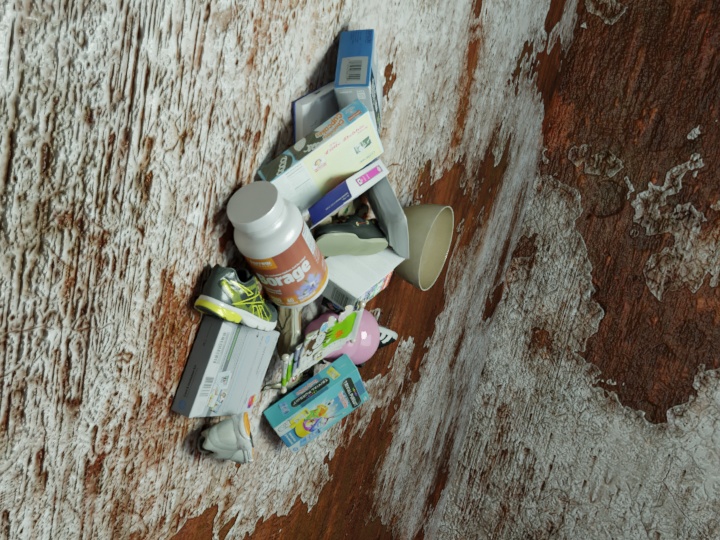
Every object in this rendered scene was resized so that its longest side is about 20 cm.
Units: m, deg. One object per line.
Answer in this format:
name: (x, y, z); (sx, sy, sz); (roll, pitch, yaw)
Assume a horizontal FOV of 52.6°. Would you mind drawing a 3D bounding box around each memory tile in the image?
memory tile: (-0.045, -0.074, 1.422); (0.155, 0.017, 0.200); (-63, 161, 5)

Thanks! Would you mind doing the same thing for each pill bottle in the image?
pill bottle: (-0.130, -0.040, 1.142); (0.113, 0.111, 0.201); (-60, 146, -27)

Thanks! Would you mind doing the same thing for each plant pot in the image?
plant pot: (0.118, -0.069, 1.699); (0.201, 0.133, 0.202); (-50, 150, -44)

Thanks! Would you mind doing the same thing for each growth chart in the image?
growth chart: (-0.072, 0.138, 1.355); (0.199, 0.018, 0.145); (-33, 152, -23)

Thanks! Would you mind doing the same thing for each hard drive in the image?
hard drive: (-0.074, -0.212, 1.270); (0.132, 0.025, 0.202); (-45, 146, -49)

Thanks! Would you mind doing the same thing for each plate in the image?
plate: (0.040, -0.136, 1.420); (0.032, 0.201, 0.200); (-24, 159, -4)

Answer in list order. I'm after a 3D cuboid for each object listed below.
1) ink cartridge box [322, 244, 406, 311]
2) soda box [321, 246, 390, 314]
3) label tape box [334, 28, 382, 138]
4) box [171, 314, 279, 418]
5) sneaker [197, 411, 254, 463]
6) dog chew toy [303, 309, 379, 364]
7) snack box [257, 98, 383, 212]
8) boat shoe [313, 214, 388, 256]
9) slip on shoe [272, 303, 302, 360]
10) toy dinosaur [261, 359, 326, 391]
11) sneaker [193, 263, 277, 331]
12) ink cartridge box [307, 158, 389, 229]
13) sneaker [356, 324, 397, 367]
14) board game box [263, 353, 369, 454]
ink cartridge box: (0.000, 0.000, 1.444); (0.200, 0.108, 0.051); (-36, 154, -48)
soda box: (-0.004, 0.012, 1.518); (0.200, 0.070, 0.064); (-52, 167, -49)
label tape box: (0.005, -0.295, 1.280); (0.201, 0.065, 0.145); (72, 18, -54)
box: (-0.217, 0.161, 1.203); (0.200, 0.041, 0.158); (24, 86, -67)
sneaker: (-0.232, 0.292, 1.248); (0.201, 0.091, 0.077); (104, -26, -63)
dog chew toy: (-0.044, 0.136, 1.501); (0.199, 0.123, 0.126); (1, 106, -59)
snack box: (-0.061, -0.179, 1.187); (0.199, 0.037, 0.116); (-36, 152, -3)
boat shoe: (-0.025, -0.067, 1.377); (0.073, 0.064, 0.200); (-33, 162, 32)
slip on shoe: (-0.139, 0.079, 1.306); (0.060, 0.076, 0.202); (-3, 129, -22)
toy dinosaur: (-0.121, 0.210, 1.463); (0.089, 0.047, 0.200); (-61, 155, 2)
sneaker: (-0.180, 0.043, 1.152); (0.200, 0.074, 0.086); (26, 83, -68)
ink cartridge box: (-0.027, -0.131, 1.247); (0.094, 0.037, 0.200); (-33, -173, 32)
sneaker: (0.015, 0.180, 1.745); (0.200, 0.072, 0.113); (25, 87, -60)
board game box: (-0.084, 0.273, 1.478); (0.199, 0.047, 0.152); (-34, 148, -10)
